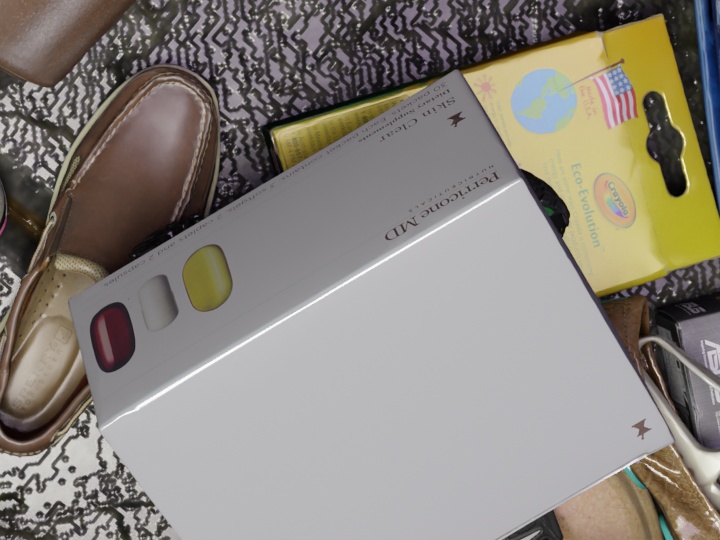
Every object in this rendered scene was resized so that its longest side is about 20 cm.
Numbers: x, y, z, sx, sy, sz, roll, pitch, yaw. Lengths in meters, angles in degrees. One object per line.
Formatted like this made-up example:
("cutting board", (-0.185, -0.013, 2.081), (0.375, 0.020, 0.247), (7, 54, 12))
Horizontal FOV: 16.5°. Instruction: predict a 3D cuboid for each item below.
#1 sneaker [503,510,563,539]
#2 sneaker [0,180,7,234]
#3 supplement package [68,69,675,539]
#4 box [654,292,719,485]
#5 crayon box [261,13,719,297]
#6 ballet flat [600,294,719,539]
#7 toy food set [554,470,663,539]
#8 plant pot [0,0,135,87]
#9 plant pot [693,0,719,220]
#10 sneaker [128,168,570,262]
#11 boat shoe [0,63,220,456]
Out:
("sneaker", (0.012, 0.155, 1.156), (0.200, 0.071, 0.098), (-38, 98, -6))
("sneaker", (-0.234, -0.075, 1.137), (0.074, 0.087, 0.200), (-42, 114, -6))
("supplement package", (0.003, 0.042, 1.064), (0.200, 0.111, 0.156), (-31, 121, 3))
("box", (0.245, 0.100, 1.244), (0.158, 0.048, 0.200), (-13, 97, -6))
("crayon box", (0.065, -0.038, 1.208), (0.200, 0.051, 0.127), (-16, 97, -5))
("ballet flat", (0.163, 0.097, 1.183), (0.072, 0.068, 0.200), (-33, 83, 13))
("toy food set", (0.051, 0.152, 1.224), (0.200, 0.049, 0.198), (0, 95, -8))
("plant pot", (-0.135, -0.202, 1.108), (0.200, 0.200, 0.198), (38, 98, -9))
("plant pot", (0.257, -0.102, 1.162), (0.200, 0.180, 0.200), (-8, 96, -6))
("sneaker", (0.000, 0.000, 1.148), (0.200, 0.078, 0.085), (-15, 104, 3))
("boat shoe", (-0.120, -0.002, 1.175), (0.075, 0.075, 0.203), (24, 92, -9))
